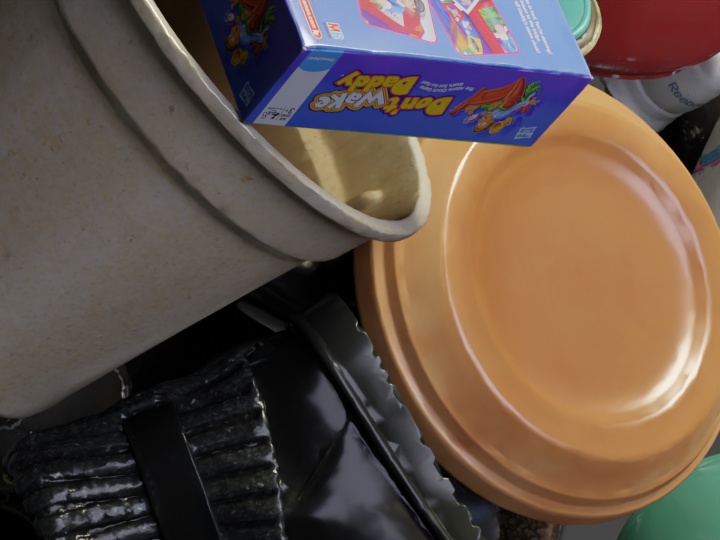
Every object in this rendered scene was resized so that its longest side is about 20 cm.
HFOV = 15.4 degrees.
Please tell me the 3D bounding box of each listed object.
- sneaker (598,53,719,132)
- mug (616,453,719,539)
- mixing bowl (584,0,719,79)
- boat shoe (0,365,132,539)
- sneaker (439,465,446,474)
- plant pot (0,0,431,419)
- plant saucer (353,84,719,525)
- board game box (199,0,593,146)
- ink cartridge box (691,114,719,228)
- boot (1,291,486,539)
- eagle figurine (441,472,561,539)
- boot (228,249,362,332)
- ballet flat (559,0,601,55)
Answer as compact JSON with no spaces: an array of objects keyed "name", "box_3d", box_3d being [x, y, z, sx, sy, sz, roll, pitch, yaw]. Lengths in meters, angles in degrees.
[{"name":"sneaker","box_3d":[0.193,-0.165,1.397,0.074,0.087,0.200,29,66,-33]},{"name":"mug","box_3d":[0.211,0.157,1.321,0.185,0.114,0.152,-32,113,-4]},{"name":"mixing bowl","box_3d":[0.124,-0.160,1.292,0.200,0.200,0.109,-13,122,-39]},{"name":"boat shoe","box_3d":[-0.149,0.110,1.100,0.072,0.060,0.202,47,58,-23]},{"name":"sneaker","box_3d":[0.000,0.114,1.225,0.200,0.071,0.083,-48,146,-41]},{"name":"plant pot","box_3d":[-0.104,-0.043,1.054,0.200,0.183,0.201,45,20,-21]},{"name":"plant saucer","box_3d":[0.089,0.007,1.129,0.200,0.037,0.201,12,69,-32]},{"name":"board game box","box_3d":[-0.008,-0.143,1.005,0.134,0.045,0.200,3,54,-36]},{"name":"ink cartridge box","box_3d":[0.246,-0.026,1.361,0.147,0.086,0.200,25,90,-12]},{"name":"boot","box_3d":[-0.034,0.130,1.064,0.158,0.079,0.211,-30,90,-12]},{"name":"eagle figurine","box_3d":[0.070,0.162,1.201,0.151,0.152,0.200,-27,97,-3]},{"name":"boot","box_3d":[0.000,0.000,1.210,0.150,0.073,0.200,30,21,0]},{"name":"ballet flat","box_3d":[0.036,-0.142,1.213,0.071,0.200,0.071,-34,149,-23]}]
